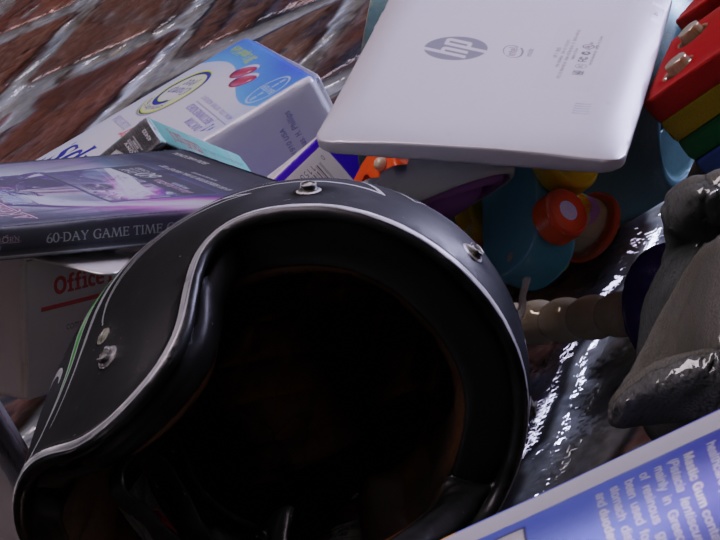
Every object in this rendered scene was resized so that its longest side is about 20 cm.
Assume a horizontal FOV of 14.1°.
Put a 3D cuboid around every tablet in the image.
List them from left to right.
[{"bbox_3d":[0.062,-0.090,1.273,0.130,0.014,0.200,4,26,11],"label":"tablet"}]

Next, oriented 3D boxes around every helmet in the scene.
[{"bbox_3d":[-0.029,0.059,1.170,0.200,0.200,0.191,-9,35,48],"label":"helmet"}]

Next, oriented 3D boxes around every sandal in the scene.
[{"bbox_3d":[-0.006,0.001,1.281,0.082,0.050,0.203,-11,-15,-39],"label":"sandal"}]

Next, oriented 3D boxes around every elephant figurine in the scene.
[{"bbox_3d":[0.155,0.031,1.031,0.141,0.156,0.200,-4,12,5],"label":"elephant figurine"}]

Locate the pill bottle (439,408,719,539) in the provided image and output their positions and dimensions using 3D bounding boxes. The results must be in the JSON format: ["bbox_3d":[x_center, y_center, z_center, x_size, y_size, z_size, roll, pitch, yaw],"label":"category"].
[{"bbox_3d":[0.123,0.102,0.934,0.199,0.112,0.112,-25,17,11],"label":"pill bottle"}]

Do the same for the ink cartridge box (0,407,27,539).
[{"bbox_3d":[-0.185,0.111,1.364,0.067,0.117,0.200,-30,15,-3],"label":"ink cartridge box"}]

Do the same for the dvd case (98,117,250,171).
[{"bbox_3d":[-0.155,-0.001,1.496,0.200,0.022,0.146,-40,-14,10],"label":"dvd case"}]

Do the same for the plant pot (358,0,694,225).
[{"bbox_3d":[0.099,-0.094,1.444,0.134,0.201,0.200,10,34,23],"label":"plant pot"}]

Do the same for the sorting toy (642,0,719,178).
[{"bbox_3d":[0.220,-0.128,1.283,0.200,0.070,0.199,-35,13,32],"label":"sorting toy"}]

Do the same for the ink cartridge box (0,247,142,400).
[{"bbox_3d":[-0.164,0.010,1.328,0.199,0.068,0.117,8,13,31],"label":"ink cartridge box"}]

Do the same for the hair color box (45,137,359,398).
[{"bbox_3d":[-0.074,0.013,1.500,0.200,0.065,0.109,-33,9,47],"label":"hair color box"}]

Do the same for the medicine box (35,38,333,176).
[{"bbox_3d":[-0.107,-0.035,1.705,0.200,0.103,0.182,-30,17,-7],"label":"medicine box"}]

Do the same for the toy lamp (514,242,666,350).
[{"bbox_3d":[0.099,0.021,1.296,0.200,0.058,0.058,-10,26,50],"label":"toy lamp"}]

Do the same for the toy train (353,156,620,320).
[{"bbox_3d":[0.051,-0.019,1.316,0.151,0.055,0.200,-64,30,13],"label":"toy train"}]

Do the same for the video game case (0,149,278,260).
[{"bbox_3d":[-0.137,-0.029,1.307,0.199,0.019,0.143,-5,13,-29],"label":"video game case"}]
